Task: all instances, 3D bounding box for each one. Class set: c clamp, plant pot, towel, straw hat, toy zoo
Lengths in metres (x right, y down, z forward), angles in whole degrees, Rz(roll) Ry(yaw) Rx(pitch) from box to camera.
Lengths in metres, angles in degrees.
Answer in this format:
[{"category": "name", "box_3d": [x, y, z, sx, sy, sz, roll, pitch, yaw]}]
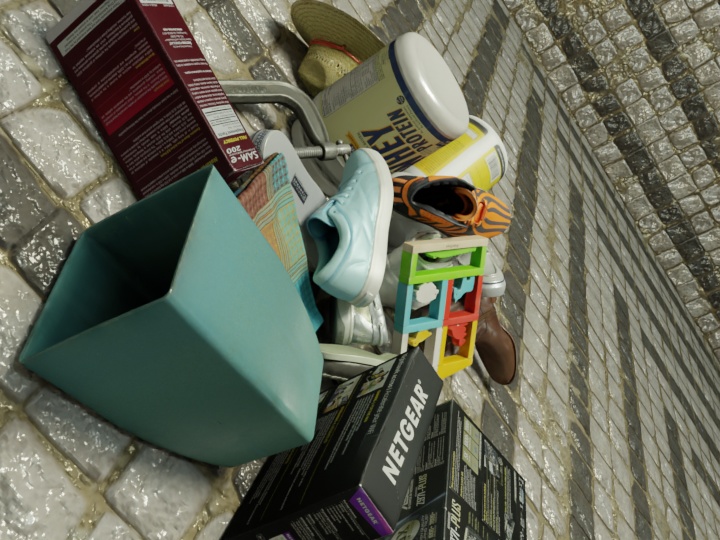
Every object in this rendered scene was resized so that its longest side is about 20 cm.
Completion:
[{"category": "c clamp", "box_3d": [-0.094, -0.155, 0.897, 0.199, 0.027, 0.172, -5, 66, -38]}, {"category": "plant pot", "box_3d": [-0.122, 0.056, 0.612, 0.200, 0.140, 0.142, 51, 28, -35]}, {"category": "towel", "box_3d": [-0.080, 0.004, 0.754, 0.147, 0.021, 0.202, -64, 148, -58]}, {"category": "straw hat", "box_3d": [-0.036, -0.282, 1.105, 0.201, 0.200, 0.086, 38, 79, -38]}, {"category": "toy zoo", "box_3d": [0.096, 0.060, 0.967, 0.130, 0.020, 0.202, -7, 110, -38]}]

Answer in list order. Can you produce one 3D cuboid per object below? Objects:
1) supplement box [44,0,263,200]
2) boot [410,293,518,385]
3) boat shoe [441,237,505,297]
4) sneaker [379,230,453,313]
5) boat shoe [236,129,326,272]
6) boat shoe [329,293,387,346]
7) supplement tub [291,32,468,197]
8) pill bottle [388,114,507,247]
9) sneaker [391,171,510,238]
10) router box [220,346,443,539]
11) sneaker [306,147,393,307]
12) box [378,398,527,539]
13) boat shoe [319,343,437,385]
[{"category": "supplement box", "box_3d": [-0.187, -0.157, 0.714, 0.201, 0.108, 0.061, 61, 27, -3]}, {"category": "boot", "box_3d": [0.143, 0.112, 1.090, 0.200, 0.064, 0.188, -31, 105, -52]}, {"category": "boat shoe", "box_3d": [0.144, -0.028, 1.111, 0.200, 0.073, 0.067, -134, -138, -59]}, {"category": "sneaker", "box_3d": [0.087, 0.003, 1.036, 0.199, 0.115, 0.074, 2, 61, -61]}, {"category": "boat shoe", "box_3d": [-0.087, -0.071, 0.852, 0.200, 0.065, 0.072, 58, 45, -49]}, {"category": "boat shoe", "box_3d": [0.000, 0.000, 0.910, 0.064, 0.075, 0.203, 6, 49, -6]}, {"category": "supplement tub", "box_3d": [0.024, -0.194, 1.009, 0.145, 0.199, 0.146, 40, 34, -35]}, {"category": "pill bottle", "box_3d": [0.105, -0.123, 1.097, 0.200, 0.112, 0.112, -39, 102, -21]}, {"category": "sneaker", "box_3d": [0.130, -0.073, 0.988, 0.198, 0.112, 0.078, 8, 95, -29]}, {"category": "router box", "box_3d": [-0.017, 0.161, 0.675, 0.051, 0.148, 0.200, 54, 29, -12]}, {"category": "sneaker", "box_3d": [-0.015, -0.062, 0.848, 0.081, 0.074, 0.202, 22, 50, -29]}, {"category": "box", "box_3d": [0.106, 0.276, 0.850, 0.164, 0.086, 0.201, 48, 30, -25]}, {"category": "boat shoe", "box_3d": [0.014, 0.121, 0.850, 0.200, 0.071, 0.061, 18, 89, -49]}]
